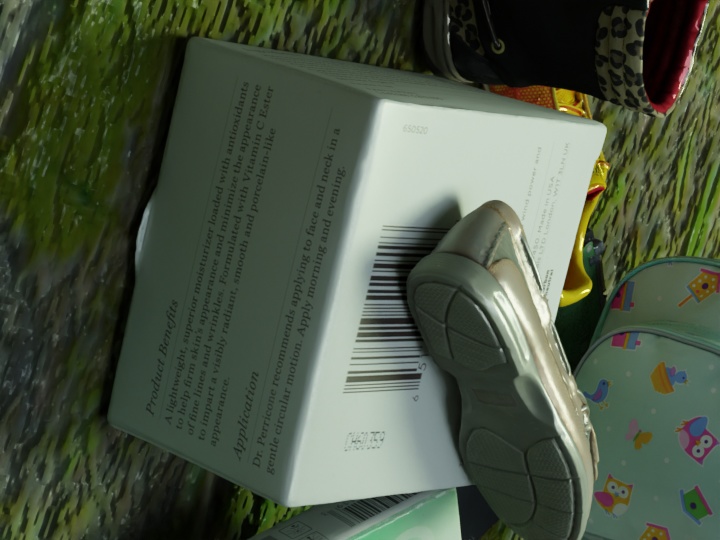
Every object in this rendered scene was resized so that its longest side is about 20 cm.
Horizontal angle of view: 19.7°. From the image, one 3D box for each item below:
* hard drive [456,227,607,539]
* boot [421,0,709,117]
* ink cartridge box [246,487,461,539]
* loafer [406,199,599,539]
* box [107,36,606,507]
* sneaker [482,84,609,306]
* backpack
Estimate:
[{"bbox_3d":[0.082,0.077,1.253,0.200,0.038,0.140,-38,133,-33],"label":"hard drive"},{"bbox_3d":[0.107,-0.181,1.070,0.073,0.150,0.201,-15,118,-46],"label":"boot"},{"bbox_3d":[-0.014,0.221,1.088,0.160,0.050,0.201,-24,117,-32],"label":"ink cartridge box"},{"bbox_3d":[0.081,0.054,1.006,0.063,0.072,0.201,-53,138,-32],"label":"loafer"},{"bbox_3d":[0.000,0.000,1.040,0.199,0.130,0.200,0,107,-52],"label":"box"},{"bbox_3d":[0.111,-0.079,1.181,0.073,0.077,0.201,-15,108,-45],"label":"sneaker"},{"bbox_3d":[0.208,0.090,1.243,0.153,0.175,0.201,19,87,-57],"label":"backpack"}]
